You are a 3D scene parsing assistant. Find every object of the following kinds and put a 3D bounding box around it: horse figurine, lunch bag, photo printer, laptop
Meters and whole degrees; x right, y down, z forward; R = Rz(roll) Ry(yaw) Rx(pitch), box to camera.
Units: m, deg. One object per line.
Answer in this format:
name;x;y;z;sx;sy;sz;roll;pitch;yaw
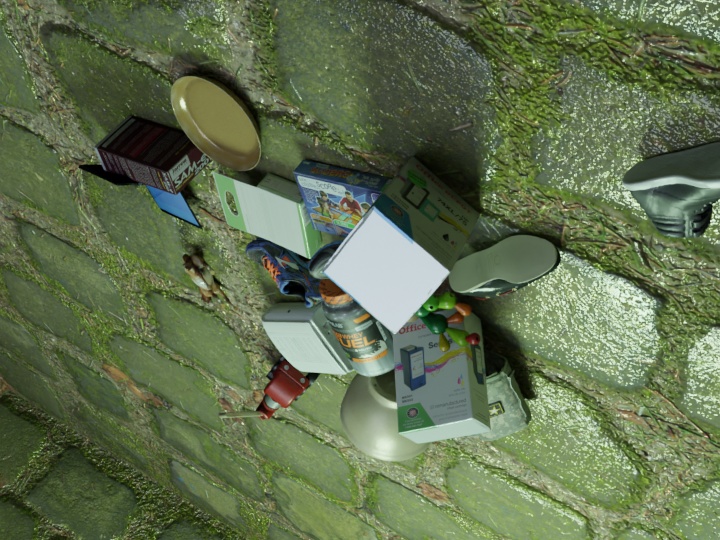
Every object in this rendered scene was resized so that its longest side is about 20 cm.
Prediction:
horse figurine;-0.345;0.021;2.130;0.132;0.050;0.201;35;162;41
lunch bag;0.204;0.220;1.757;0.197;0.118;0.165;5;139;36
photo printer;-0.113;0.143;2.034;0.198;0.070;0.167;-3;130;49
laptop;-0.443;-0.148;1.942;0.176;0.197;0.106;22;110;45

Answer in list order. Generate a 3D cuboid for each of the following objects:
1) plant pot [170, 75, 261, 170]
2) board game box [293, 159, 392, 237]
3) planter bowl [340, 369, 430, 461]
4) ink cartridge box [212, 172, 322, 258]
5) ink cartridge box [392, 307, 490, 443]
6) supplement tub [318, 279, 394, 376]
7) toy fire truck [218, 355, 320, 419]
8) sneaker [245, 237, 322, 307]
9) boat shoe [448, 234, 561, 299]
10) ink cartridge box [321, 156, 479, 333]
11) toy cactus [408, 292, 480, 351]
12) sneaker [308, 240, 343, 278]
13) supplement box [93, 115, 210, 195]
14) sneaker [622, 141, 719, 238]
plant pot;-0.249;-0.264;1.697;0.198;0.028;0.202;27;147;19
board game box;-0.012;-0.109;1.636;0.197;0.035;0.137;17;143;31
planter bowl;0.065;0.248;1.874;0.198;0.201;0.136;29;139;15
ink cartridge box;-0.171;-0.115;1.785;0.197;0.048;0.147;23;146;25
ink cartridge box;0.137;0.179;1.651;0.143;0.204;0.087;-15;151;26
supplement tub;0.003;0.088;1.790;0.121;0.123;0.202;7;137;41
toy fire truck;-0.208;0.282;2.186;0.128;0.201;0.176;38;149;-2
sneaker;-0.146;0.002;1.878;0.198;0.079;0.076;28;147;18
boat shoe;0.231;-0.004;1.497;0.062;0.075;0.199;16;156;-41
ink cartridge box;0.065;-0.043;1.446;0.146;0.200;0.146;39;123;-3
toy cactus;0.093;0.071;1.595;0.197;0.104;0.165;26;168;-14
sneaker;0.000;0.000;1.672;0.195;0.084;0.071;5;142;14
supplement box;-0.395;-0.221;1.826;0.197;0.109;0.062;20;144;30
sneaker;0.423;-0.093;1.173;0.100;0.071;0.199;50;153;-22
